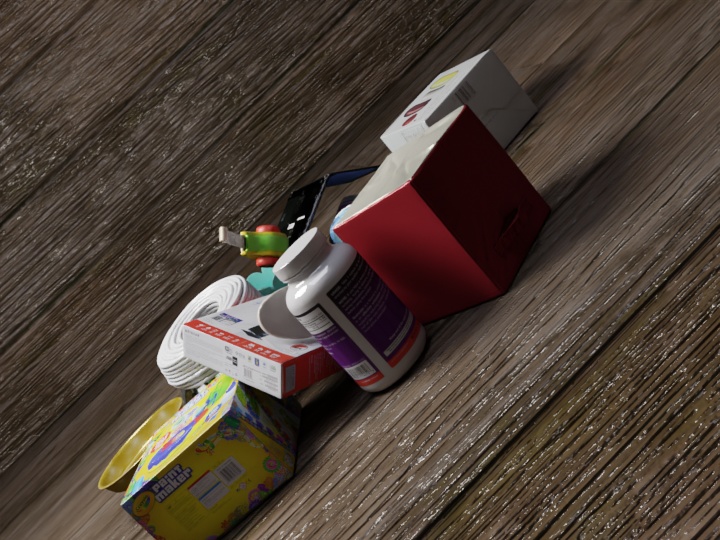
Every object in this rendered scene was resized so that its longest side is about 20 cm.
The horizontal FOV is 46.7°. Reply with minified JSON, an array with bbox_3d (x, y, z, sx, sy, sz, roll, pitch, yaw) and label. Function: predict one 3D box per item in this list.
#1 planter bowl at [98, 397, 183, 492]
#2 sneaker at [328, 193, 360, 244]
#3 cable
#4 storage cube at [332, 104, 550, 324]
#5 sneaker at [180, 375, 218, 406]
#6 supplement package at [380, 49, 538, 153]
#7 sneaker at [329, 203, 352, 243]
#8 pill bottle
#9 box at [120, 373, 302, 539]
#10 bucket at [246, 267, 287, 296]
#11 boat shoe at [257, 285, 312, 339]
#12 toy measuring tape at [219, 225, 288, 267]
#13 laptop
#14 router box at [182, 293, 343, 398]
[{"bbox_3d":[-0.354,0.324,1.447,0.200,0.084,0.201,-41,13,12],"label":"planter bowl"},{"bbox_3d":[0.020,-0.082,1.442,0.199,0.072,0.116,-19,40,50],"label":"sneaker"},{"bbox_3d":[-0.238,0.097,1.316,0.198,0.069,0.202,-9,41,51],"label":"cable"},{"bbox_3d":[0.106,-0.068,1.076,0.199,0.180,0.172,-27,20,51],"label":"storage cube"},{"bbox_3d":[-0.248,0.196,1.424,0.087,0.078,0.200,-26,-16,6],"label":"sneaker"},{"bbox_3d":[0.175,-0.266,1.525,0.192,0.147,0.199,-47,15,-15],"label":"supplement package"},{"bbox_3d":[0.027,-0.058,1.340,0.197,0.080,0.090,4,36,34],"label":"sneaker"},{"bbox_3d":[-0.016,0.046,1.040,0.112,0.201,0.113,-39,14,12],"label":"pill bottle"},{"bbox_3d":[-0.193,0.247,1.133,0.199,0.122,0.193,-41,13,10],"label":"box"},{"bbox_3d":[-0.131,0.055,1.486,0.207,0.135,0.208,-42,14,12],"label":"bucket"},{"bbox_3d":[-0.049,0.047,1.141,0.196,0.076,0.093,-13,-4,-16],"label":"boat shoe"},{"bbox_3d":[-0.162,-0.045,1.361,0.073,0.074,0.200,-41,-16,6],"label":"toy measuring tape"},{"bbox_3d":[-0.063,-0.110,1.503,0.176,0.102,0.204,-13,53,64],"label":"laptop"},{"bbox_3d":[-0.117,0.098,1.153,0.197,0.050,0.178,15,22,36],"label":"router box"}]
